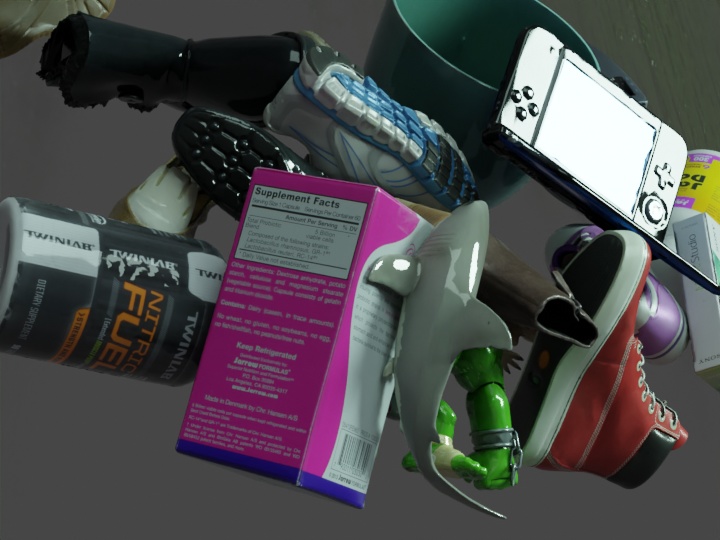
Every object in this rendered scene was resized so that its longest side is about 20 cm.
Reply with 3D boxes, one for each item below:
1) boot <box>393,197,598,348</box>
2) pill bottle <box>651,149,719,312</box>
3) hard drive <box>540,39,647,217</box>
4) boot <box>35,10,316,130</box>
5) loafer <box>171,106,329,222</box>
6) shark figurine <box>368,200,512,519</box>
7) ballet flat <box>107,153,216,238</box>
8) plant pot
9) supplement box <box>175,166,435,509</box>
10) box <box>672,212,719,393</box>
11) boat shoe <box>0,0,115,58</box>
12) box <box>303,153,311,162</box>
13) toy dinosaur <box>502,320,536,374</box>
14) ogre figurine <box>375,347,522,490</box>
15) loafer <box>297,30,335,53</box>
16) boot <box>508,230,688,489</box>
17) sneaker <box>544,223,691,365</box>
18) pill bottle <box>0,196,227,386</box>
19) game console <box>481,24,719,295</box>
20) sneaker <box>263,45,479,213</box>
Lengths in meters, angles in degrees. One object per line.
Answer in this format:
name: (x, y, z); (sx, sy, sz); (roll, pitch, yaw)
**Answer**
boot: (0.108, 0.020, 1.434); (0.166, 0.073, 0.200); (33, 1, 30)
pill bottle: (0.299, -0.027, 1.753); (0.104, 0.104, 0.200); (33, 33, 2)
hard drive: (0.195, -0.131, 1.743); (0.042, 0.136, 0.200); (6, 22, -17)
boot: (-0.150, -0.160, 1.522); (0.167, 0.077, 0.200); (8, -3, -33)
loafer: (-0.061, -0.056, 1.458); (0.200, 0.068, 0.070); (34, -1, -16)
shark figurine: (0.064, 0.062, 1.275); (0.089, 0.216, 0.128); (7, 5, 29)
ballet flat: (-0.139, -0.059, 1.474); (0.068, 0.072, 0.200); (34, 34, 4)
plant pot: (0.086, -0.144, 1.676); (0.200, 0.161, 0.201); (19, 35, -13)
supplement box: (-0.034, 0.044, 1.283); (0.103, 0.201, 0.101); (12, -10, 28)
box: (0.333, 0.055, 1.634); (0.200, 0.036, 0.145); (32, 45, -46)
boat shoe: (-0.298, -0.220, 1.570); (0.199, 0.073, 0.072); (-23, 30, -39)
box: (0.000, 0.000, 1.540); (0.136, 0.040, 0.200); (25, 34, -12)
toy dinosaur: (0.129, 0.036, 1.597); (0.200, 0.058, 0.101); (36, 20, -13)
ogre figurine: (0.034, 0.083, 1.401); (0.199, 0.098, 0.121); (12, 73, -8)
loafer: (-0.003, -0.104, 1.576); (0.200, 0.067, 0.076); (51, 2, 6)
boot: (0.208, 0.071, 1.481); (0.144, 0.201, 0.072); (15, 18, -24)
sneaker: (0.192, -0.007, 1.611); (0.114, 0.073, 0.200); (34, 6, -33)
pill bottle: (-0.162, 0.020, 1.326); (0.199, 0.106, 0.107); (13, 38, -26)
game console: (0.209, -0.090, 1.526); (0.200, 0.118, 0.171); (34, 63, -28)
sneaker: (0.008, -0.090, 1.497); (0.200, 0.087, 0.075); (37, 32, -25)
